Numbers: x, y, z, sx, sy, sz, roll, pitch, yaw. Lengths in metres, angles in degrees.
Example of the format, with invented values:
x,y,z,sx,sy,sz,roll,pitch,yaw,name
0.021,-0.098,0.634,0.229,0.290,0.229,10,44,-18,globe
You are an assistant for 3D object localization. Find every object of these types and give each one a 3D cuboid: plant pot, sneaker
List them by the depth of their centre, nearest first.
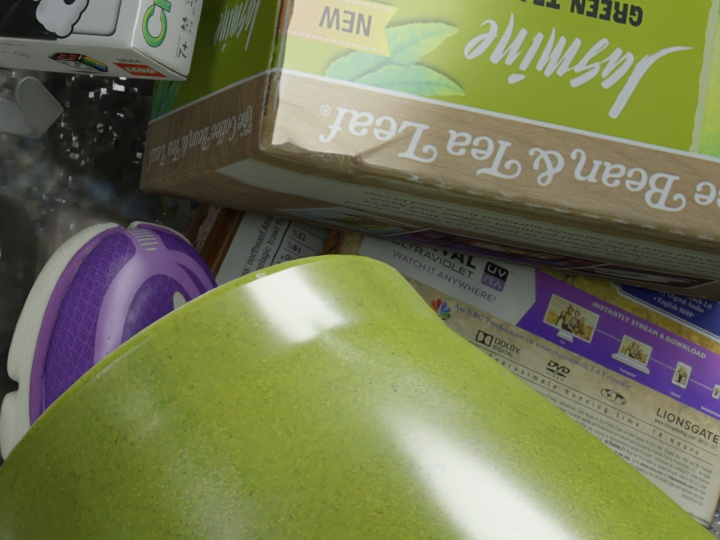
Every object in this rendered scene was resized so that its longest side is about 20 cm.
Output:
x,y,z,sx,sy,sz,roll,pitch,yaw,name
0.008,0.108,0.684,0.200,0.200,0.193,-26,64,-25,plant pot
-0.048,0.082,0.818,0.081,0.083,0.200,-1,80,-32,sneaker

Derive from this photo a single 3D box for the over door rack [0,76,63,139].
x,y,z,sx,sy,sz,roll,pitch,yaw,name
-0.211,-0.065,0.847,0.200,0.067,0.148,48,65,-20,over door rack

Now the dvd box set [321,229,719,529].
x,y,z,sx,sy,sz,roll,pitch,yaw,name
0.074,-0.033,0.923,0.146,0.029,0.200,24,70,-13,dvd box set

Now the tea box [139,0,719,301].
x,y,z,sx,sy,sz,roll,pitch,yaw,name
0.059,-0.103,0.833,0.200,0.134,0.197,10,84,-18,tea box

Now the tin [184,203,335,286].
x,y,z,sx,sy,sz,roll,pitch,yaw,name
0.000,0.000,0.924,0.112,0.042,0.200,27,69,-9,tin

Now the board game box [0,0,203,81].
x,y,z,sx,sy,sz,roll,pitch,yaw,name
-0.090,-0.157,0.814,0.035,0.126,0.200,24,74,-60,board game box
